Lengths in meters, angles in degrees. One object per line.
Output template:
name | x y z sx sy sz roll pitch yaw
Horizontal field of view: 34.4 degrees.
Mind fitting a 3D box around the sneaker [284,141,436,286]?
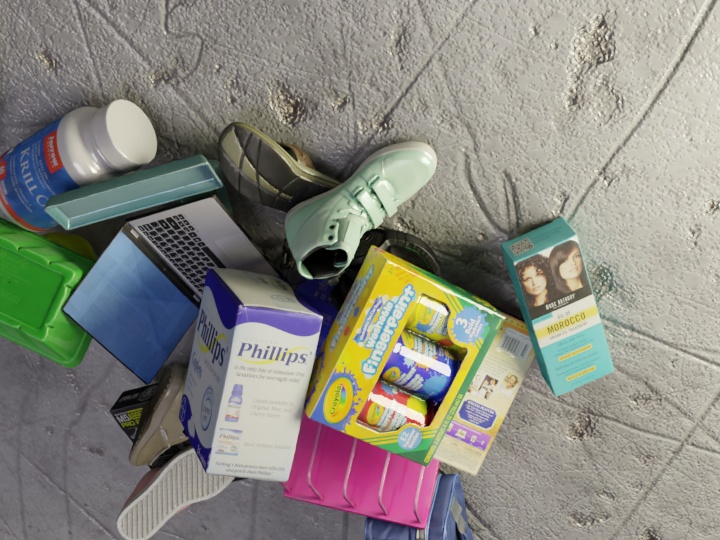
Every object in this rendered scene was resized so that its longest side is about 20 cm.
sneaker | 0.008 -0.059 1.313 0.199 0.119 0.074 -31 126 13

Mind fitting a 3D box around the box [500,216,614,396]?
box | 0.233 0.045 1.361 0.081 0.049 0.202 -23 120 -1

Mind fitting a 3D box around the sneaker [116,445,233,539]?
sneaker | -0.243 0.283 1.587 0.199 0.105 0.076 -37 98 8

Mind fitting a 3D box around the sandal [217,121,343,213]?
sandal | -0.084 -0.111 1.376 0.200 0.058 0.080 30 125 -24

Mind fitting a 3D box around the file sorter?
file sorter | 0.000 0.238 1.521 0.197 0.141 0.126 11 160 11

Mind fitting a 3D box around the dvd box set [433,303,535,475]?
dvd box set | 0.120 0.133 1.421 0.145 0.029 0.202 23 98 -13

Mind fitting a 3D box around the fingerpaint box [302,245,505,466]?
fingerpaint box | 0.046 0.100 1.339 0.165 0.073 0.202 25 97 -21

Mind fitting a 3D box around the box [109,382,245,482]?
box | -0.226 0.223 1.602 0.198 0.044 0.161 -16 116 32

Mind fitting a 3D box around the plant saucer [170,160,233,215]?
plant saucer | -0.190 -0.049 1.480 0.069 0.019 0.202 1 125 18

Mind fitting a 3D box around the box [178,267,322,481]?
box | -0.135 0.117 1.370 0.104 0.184 0.203 9 100 -21

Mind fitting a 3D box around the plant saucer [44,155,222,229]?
plant saucer | -0.263 -0.092 1.352 0.197 0.019 0.070 -14 160 5

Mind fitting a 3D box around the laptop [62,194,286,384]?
laptop | -0.222 0.028 1.426 0.198 0.117 0.188 -14 141 21

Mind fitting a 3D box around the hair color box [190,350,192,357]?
hair color box | -0.187 0.181 1.623 0.098 0.061 0.202 17 129 8

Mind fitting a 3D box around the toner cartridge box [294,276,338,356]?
toner cartridge box | 0.001 0.084 1.496 0.198 0.043 0.096 23 131 2

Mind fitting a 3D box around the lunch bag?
lunch bag | 0.093 0.385 1.629 0.130 0.137 0.202 2 128 19

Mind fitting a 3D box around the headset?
headset | 0.000 0.000 1.427 0.197 0.094 0.125 8 118 -6

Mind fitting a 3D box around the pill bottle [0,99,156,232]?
pill bottle | -0.345 -0.131 1.412 0.198 0.113 0.113 -24 115 31

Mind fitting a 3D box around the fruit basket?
fruit basket | -0.408 0.018 1.470 0.213 0.157 0.216 24 174 3

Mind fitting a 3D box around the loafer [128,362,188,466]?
loafer | -0.250 0.200 1.516 0.068 0.076 0.201 21 136 -13
